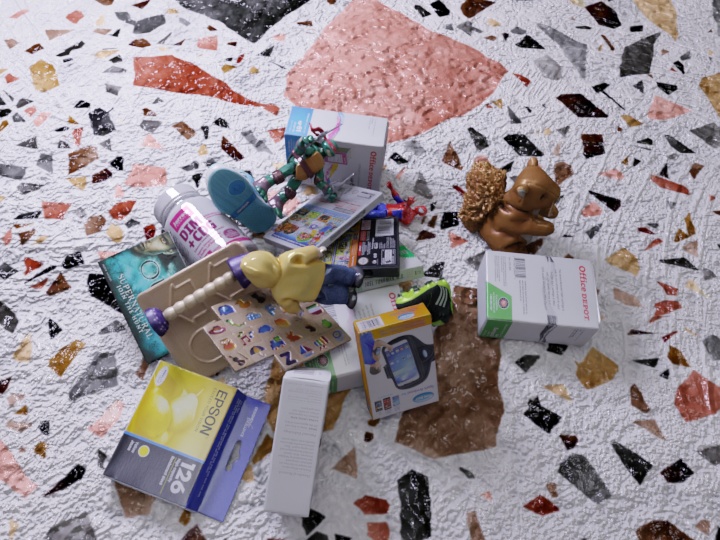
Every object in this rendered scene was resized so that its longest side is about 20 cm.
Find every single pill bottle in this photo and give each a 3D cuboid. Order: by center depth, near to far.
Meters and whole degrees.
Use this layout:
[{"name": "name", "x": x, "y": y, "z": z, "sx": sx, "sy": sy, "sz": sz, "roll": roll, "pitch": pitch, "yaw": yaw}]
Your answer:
[{"name": "pill bottle", "x": -0.295, "y": -0.067, "z": 1.137, "sx": 0.113, "sy": 0.113, "sz": 0.200, "roll": -38, "pitch": 67, "yaw": -22}]

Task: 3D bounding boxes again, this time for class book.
[{"name": "book", "x": 0.000, "y": 0.000, "z": 1.113, "sx": 0.200, "sy": 0.048, "sz": 0.134, "roll": -13, "pitch": 25, "yaw": -13}]

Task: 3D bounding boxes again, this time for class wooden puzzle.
[{"name": "wooden puzzle", "x": -0.252, "y": 0.071, "z": 1.043, "sx": 0.200, "sy": 0.046, "sz": 0.186, "roll": -30, "pitch": 106, "yaw": -9}]

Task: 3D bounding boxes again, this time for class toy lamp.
[{"name": "toy lamp", "x": -0.250, "y": 0.033, "z": 0.984, "sx": 0.200, "sy": 0.058, "sz": 0.058, "roll": -30, "pitch": 64, "yaw": -7}]

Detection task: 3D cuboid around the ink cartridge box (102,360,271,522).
[{"name": "ink cartridge box", "x": -0.275, "y": 0.270, "z": 0.968, "sx": 0.200, "sy": 0.047, "sz": 0.198, "roll": 16, "pitch": 65, "yaw": 9}]

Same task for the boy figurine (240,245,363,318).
[{"name": "boy figurine", "x": -0.098, "y": 0.017, "z": 0.972, "sx": 0.200, "sy": 0.125, "sz": 0.064, "roll": 9, "pitch": 16, "yaw": -21}]

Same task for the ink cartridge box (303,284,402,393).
[{"name": "ink cartridge box", "x": -0.006, "y": 0.121, "z": 1.052, "sx": 0.200, "sy": 0.088, "sz": 0.146, "roll": -13, "pitch": 61, "yaw": -9}]

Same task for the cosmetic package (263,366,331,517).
[{"name": "cosmetic package", "x": -0.093, "y": 0.253, "z": 0.913, "sx": 0.074, "sy": 0.102, "sz": 0.201, "roll": 7, "pitch": 90, "yaw": -1}]

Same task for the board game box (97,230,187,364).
[{"name": "board game box", "x": -0.357, "y": 0.046, "z": 1.070, "sx": 0.135, "sy": 0.028, "sz": 0.200, "roll": -27, "pitch": 87, "yaw": -14}]

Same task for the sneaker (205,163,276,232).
[{"name": "sneaker", "x": -0.250, "y": -0.163, "z": 1.162, "sx": 0.079, "sy": 0.200, "sz": 0.131, "roll": -36, "pitch": 57, "yaw": 0}]

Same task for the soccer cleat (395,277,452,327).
[{"name": "soccer cleat", "x": 0.120, "y": 0.060, "z": 1.044, "sx": 0.067, "sy": 0.200, "sz": 0.081, "roll": -19, "pitch": 85, "yaw": 25}]

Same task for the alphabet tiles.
[{"name": "alphabet tiles", "x": -0.140, "y": 0.092, "z": 0.969, "sx": 0.200, "sy": 0.008, "sz": 0.167, "roll": -21, "pitch": 52, "yaw": -37}]

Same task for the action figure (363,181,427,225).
[{"name": "action figure", "x": 0.038, "y": -0.138, "z": 1.205, "sx": 0.199, "sy": 0.099, "sz": 0.065, "roll": 2, "pitch": 51, "yaw": -4}]

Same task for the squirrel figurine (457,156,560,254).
[{"name": "squirrel figurine", "x": 0.284, "y": -0.131, "z": 1.157, "sx": 0.200, "sy": 0.187, "sz": 0.142, "roll": 27, "pitch": 62, "yaw": 13}]

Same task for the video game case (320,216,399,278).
[{"name": "video game case", "x": -0.018, "y": -0.043, "z": 1.122, "sx": 0.180, "sy": 0.026, "sz": 0.200, "roll": -2, "pitch": 30, "yaw": 5}]

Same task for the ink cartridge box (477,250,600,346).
[{"name": "ink cartridge box", "x": 0.322, "y": 0.052, "z": 1.109, "sx": 0.199, "sy": 0.084, "sz": 0.146, "roll": 6, "pitch": 59, "yaw": 1}]

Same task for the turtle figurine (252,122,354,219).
[{"name": "turtle figurine", "x": -0.099, "y": -0.190, "z": 1.138, "sx": 0.200, "sy": 0.150, "sz": 0.101, "roll": -37, "pitch": 38, "yaw": 2}]

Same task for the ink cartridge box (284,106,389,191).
[{"name": "ink cartridge box", "x": -0.048, "y": -0.244, "z": 1.235, "sx": 0.199, "sy": 0.145, "sz": 0.085, "roll": 7, "pitch": 57, "yaw": 1}]

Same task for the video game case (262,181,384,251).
[{"name": "video game case", "x": -0.070, "y": -0.100, "z": 1.144, "sx": 0.143, "sy": 0.018, "sz": 0.200, "roll": 21, "pitch": 52, "yaw": 44}]

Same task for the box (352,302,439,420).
[{"name": "box", "x": 0.061, "y": 0.159, "z": 0.976, "sx": 0.119, "sy": 0.200, "sz": 0.041, "roll": -14, "pitch": 27, "yaw": -9}]
